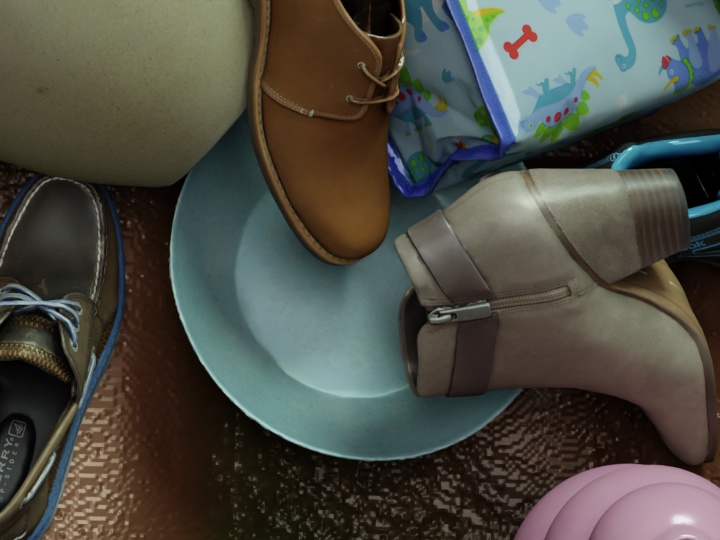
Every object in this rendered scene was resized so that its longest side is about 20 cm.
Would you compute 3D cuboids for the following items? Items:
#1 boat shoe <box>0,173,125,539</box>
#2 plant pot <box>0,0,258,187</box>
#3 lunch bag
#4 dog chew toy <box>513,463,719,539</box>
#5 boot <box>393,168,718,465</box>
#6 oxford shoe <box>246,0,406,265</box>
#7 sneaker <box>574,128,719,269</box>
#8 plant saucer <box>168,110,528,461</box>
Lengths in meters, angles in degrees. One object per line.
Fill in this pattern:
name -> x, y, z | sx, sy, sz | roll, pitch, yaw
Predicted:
boat shoe -> -0.158, 0.041, 1.317 | 0.072, 0.072, 0.201 | 9, 78, -2
plant pot -> -0.114, -0.119, 1.302 | 0.134, 0.200, 0.200 | 40, 78, -10
lunch bag -> 0.070, -0.157, 1.323 | 0.170, 0.127, 0.200 | -21, 89, -34
dog chew toy -> 0.135, 0.146, 1.251 | 0.124, 0.200, 0.125 | 1, 78, -4
boot -> 0.093, 0.033, 1.298 | 0.146, 0.070, 0.200 | -17, 123, -6
oxford shoe -> -0.009, -0.091, 1.256 | 0.071, 0.071, 0.201 | -28, 120, -38
sneaker -> 0.200, -0.033, 1.346 | 0.199, 0.082, 0.073 | -3, 74, -16
plant saucer -> 0.000, 0.000, 1.346 | 0.200, 0.039, 0.202 | 3, 76, -12
